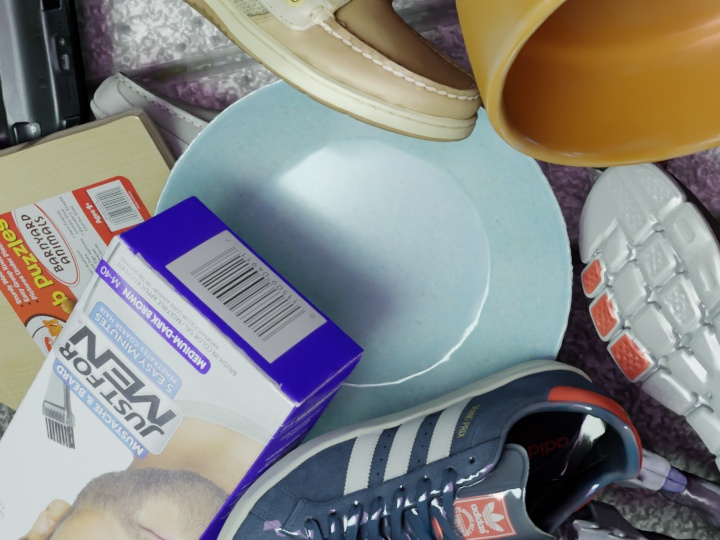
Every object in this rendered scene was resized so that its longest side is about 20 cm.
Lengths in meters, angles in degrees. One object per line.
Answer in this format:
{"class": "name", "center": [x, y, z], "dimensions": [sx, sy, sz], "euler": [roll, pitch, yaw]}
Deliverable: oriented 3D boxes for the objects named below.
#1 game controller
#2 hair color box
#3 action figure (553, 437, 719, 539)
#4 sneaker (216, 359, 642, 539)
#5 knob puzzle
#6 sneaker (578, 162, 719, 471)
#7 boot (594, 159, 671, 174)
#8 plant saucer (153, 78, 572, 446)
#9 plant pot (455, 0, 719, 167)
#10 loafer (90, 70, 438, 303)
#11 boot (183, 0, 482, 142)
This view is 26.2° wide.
{"class": "game controller", "center": [-0.188, -0.151, 0.791], "dimensions": [0.104, 0.042, 0.200], "euler": [4, 103, 48]}
{"class": "hair color box", "center": [-0.097, 0.076, 0.718], "dimensions": [0.109, 0.065, 0.200], "euler": [42, 127, 10]}
{"class": "action figure", "center": [0.185, 0.136, 0.765], "dimensions": [0.200, 0.069, 0.130], "euler": [18, 85, -8]}
{"class": "sneaker", "center": [0.032, 0.101, 0.667], "dimensions": [0.200, 0.084, 0.075], "euler": [-28, 112, -15]}
{"class": "knob puzzle", "center": [-0.148, 0.013, 0.814], "dimensions": [0.219, 0.030, 0.220], "euler": [9, 127, 12]}
{"class": "sneaker", "center": [0.176, 0.034, 0.728], "dimensions": [0.077, 0.082, 0.200], "euler": [-37, 78, 39]}
{"class": "boot", "center": [0.181, -0.095, 0.736], "dimensions": [0.200, 0.072, 0.145], "euler": [10, 110, 8]}
{"class": "plant saucer", "center": [0.000, 0.000, 0.739], "dimensions": [0.201, 0.039, 0.201], "euler": [1, 106, 5]}
{"class": "plant pot", "center": [0.120, -0.169, 0.609], "dimensions": [0.200, 0.200, 0.184], "euler": [-21, 68, 14]}
{"class": "loafer", "center": [-0.039, -0.054, 0.783], "dimensions": [0.200, 0.070, 0.070], "euler": [27, 97, -2]}
{"class": "boot", "center": [-0.005, -0.162, 0.645], "dimensions": [0.200, 0.073, 0.156], "euler": [38, 112, 14]}
